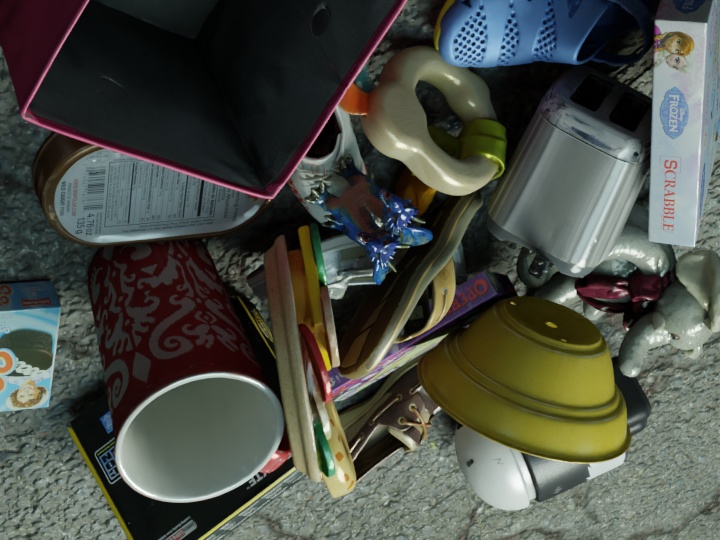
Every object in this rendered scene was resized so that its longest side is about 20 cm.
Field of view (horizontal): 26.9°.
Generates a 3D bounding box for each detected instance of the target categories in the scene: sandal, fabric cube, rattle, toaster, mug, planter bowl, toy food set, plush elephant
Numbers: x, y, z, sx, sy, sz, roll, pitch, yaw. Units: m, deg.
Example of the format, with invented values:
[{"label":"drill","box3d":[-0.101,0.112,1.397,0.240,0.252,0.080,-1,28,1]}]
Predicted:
[{"label":"sandal","box3d":[0.155,-0.197,1.201,0.198,0.088,0.080,-13,137,-13]},{"label":"fabric cube","box3d":[-0.112,-0.203,0.976,0.195,0.200,0.201,17,122,-36]},{"label":"rattle","box3d":[0.012,-0.113,1.204,0.199,0.132,0.142,0,175,-44]},{"label":"toaster","box3d":[0.181,-0.086,1.256,0.200,0.113,0.130,-44,160,-61]},{"label":"sandal","box3d":[0.053,0.014,1.251,0.054,0.080,0.201,42,65,-15]},{"label":"mug","box3d":[-0.146,0.080,1.218,0.132,0.201,0.179,-21,134,-5]},{"label":"planter bowl","box3d":[0.155,0.079,1.309,0.198,0.200,0.084,5,114,-30]},{"label":"toy food set","box3d":[-0.040,0.070,1.175,0.048,0.202,0.198,-8,156,-2]},{"label":"plush elephant","box3d":[0.262,0.024,1.399,0.199,0.156,0.165,-30,156,-7]}]

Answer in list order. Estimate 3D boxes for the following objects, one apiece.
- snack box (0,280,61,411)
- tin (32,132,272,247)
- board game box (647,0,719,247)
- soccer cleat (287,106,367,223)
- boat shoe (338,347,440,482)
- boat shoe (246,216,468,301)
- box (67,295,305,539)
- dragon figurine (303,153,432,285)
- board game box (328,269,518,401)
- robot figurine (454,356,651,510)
[{"label":"snack box","box3d":[-0.350,0.069,1.228,0.198,0.037,0.117,-4,132,-24]},{"label":"tin","box3d":[-0.158,-0.072,1.195,0.198,0.042,0.113,-7,137,-22]},{"label":"board game box","box3d":[0.266,-0.159,1.205,0.041,0.200,0.202,6,128,17]},{"label":"soccer cleat","box3d":[-0.033,-0.097,1.192,0.068,0.086,0.201,-11,134,1]},{"label":"boat shoe","box3d":[0.042,0.148,1.477,0.199,0.072,0.072,-34,137,6]},{"label":"boat shoe","box3d":[0.000,0.000,1.304,0.200,0.066,0.074,-12,177,-24]},{"label":"box","box3d":[-0.138,0.145,1.317,0.199,0.161,0.049,-37,160,10]},{"label":"dragon figurine","box3d":[0.017,-0.029,1.181,0.059,0.100,0.200,-42,160,-2]},{"label":"board game box","box3d":[0.046,0.062,1.374,0.199,0.033,0.120,-31,166,13]},{"label":"robot figurine","box3d":[0.192,0.161,1.531,0.198,0.125,0.151,-24,120,-4]}]
